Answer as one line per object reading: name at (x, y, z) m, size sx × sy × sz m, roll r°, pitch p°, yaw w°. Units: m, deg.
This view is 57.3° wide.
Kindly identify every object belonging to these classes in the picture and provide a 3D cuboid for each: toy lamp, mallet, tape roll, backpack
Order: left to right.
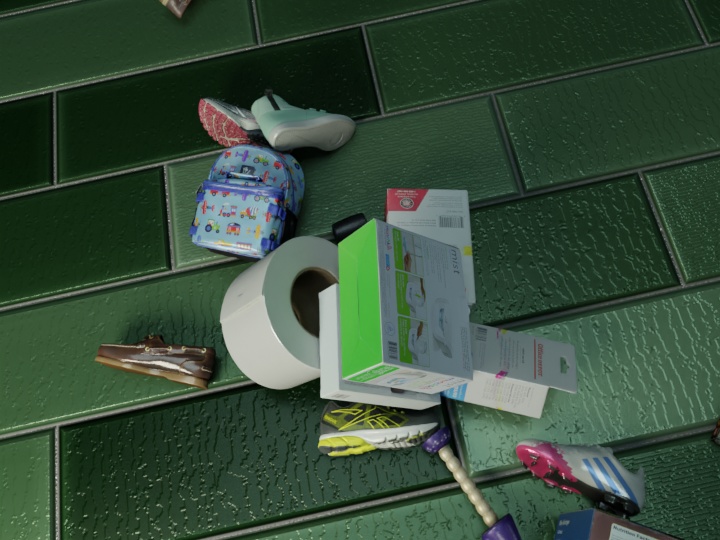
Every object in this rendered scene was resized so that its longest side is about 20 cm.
backpack at (-0.188, -0.123, 1.129) m, size 0.177 × 0.135 × 0.206 m, roll 13°, pitch 84°, yaw 10°
tape roll at (-0.098, 0.067, 1.015) m, size 0.199 × 0.138 × 0.209 m, roll 16°, pitch 62°, yaw -34°
mallet at (0.000, 0.000, 1.142) m, size 0.064 × 0.041 × 0.206 m, roll -13°, pitch 72°, yaw -2°
toy lamp at (0.170, 0.333, 0.988) m, size 0.057 × 0.059 × 0.202 m, roll -30°, pitch 69°, yaw -8°

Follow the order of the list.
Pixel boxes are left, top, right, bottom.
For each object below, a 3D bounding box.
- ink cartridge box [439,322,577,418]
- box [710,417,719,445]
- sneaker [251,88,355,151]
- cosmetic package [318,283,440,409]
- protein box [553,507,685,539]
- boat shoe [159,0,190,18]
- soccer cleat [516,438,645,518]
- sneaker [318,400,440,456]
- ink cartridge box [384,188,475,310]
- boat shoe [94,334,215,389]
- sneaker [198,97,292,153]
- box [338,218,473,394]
ink cartridge box at (0.228, 0.154, 1.019) m, size 0.194 × 0.070 × 0.116 m, roll 11°, pitch 35°, yaw 9°
box at (0.644, 0.208, 1.009) m, size 0.135 × 0.040 × 0.202 m, roll 30°, pitch 74°, yaw 16°
sneaker at (-0.103, -0.282, 1.202) m, size 0.197 × 0.075 × 0.119 m, roll -11°, pitch 54°, yaw -41°
cosmetic package at (0.030, 0.117, 0.978) m, size 0.196 × 0.051 × 0.155 m, roll 14°, pitch 61°, yaw -36°
protein box at (0.315, 0.430, 0.837) m, size 0.131 × 0.200 × 0.205 m, roll 17°, pitch 70°, yaw 10°
boat shoe at (-0.336, -0.609, 1.393) m, size 0.072 × 0.072 × 0.202 m, roll 42°, pitch 63°, yaw -13°
soccer cleat at (0.332, 0.293, 0.992) m, size 0.196 × 0.071 × 0.087 m, roll 26°, pitch 56°, yaw 11°
sneaker at (0.027, 0.232, 1.027) m, size 0.193 × 0.075 × 0.087 m, roll -7°, pitch 63°, yaw -2°
ink cartridge box at (0.111, -0.027, 1.110) m, size 0.140 × 0.084 × 0.206 m, roll 2°, pitch 68°, yaw -3°
boat shoe at (-0.337, 0.143, 1.092) m, size 0.193 × 0.071 × 0.073 m, roll 11°, pitch 76°, yaw -1°
sneaker at (-0.214, -0.270, 1.242) m, size 0.196 × 0.081 × 0.076 m, roll 26°, pitch 55°, yaw -1°
box at (0.065, 0.055, 0.933) m, size 0.173 × 0.096 × 0.206 m, roll 15°, pitch 61°, yaw -37°
